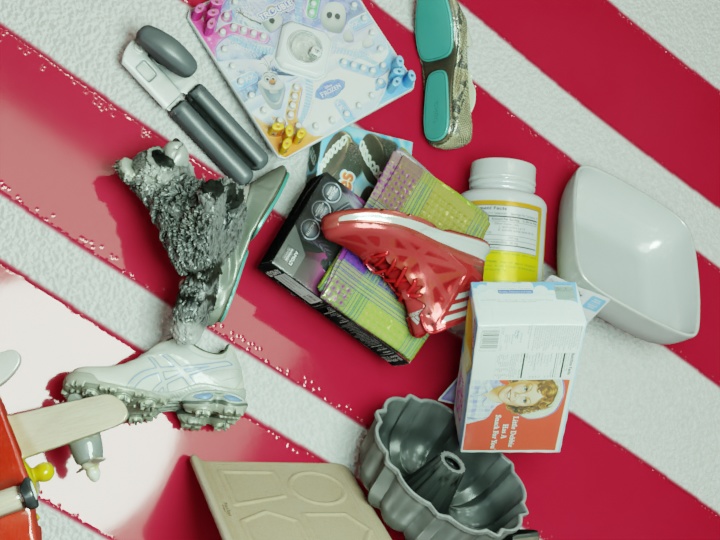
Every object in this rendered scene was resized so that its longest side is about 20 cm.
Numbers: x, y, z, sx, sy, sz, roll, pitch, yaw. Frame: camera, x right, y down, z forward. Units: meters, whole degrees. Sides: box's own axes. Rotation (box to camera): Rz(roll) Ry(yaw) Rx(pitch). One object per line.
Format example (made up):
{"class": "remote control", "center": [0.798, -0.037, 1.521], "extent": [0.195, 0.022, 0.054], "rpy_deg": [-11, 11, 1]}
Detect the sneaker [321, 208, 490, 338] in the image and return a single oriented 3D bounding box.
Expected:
{"class": "sneaker", "center": [0.047, 0.007, 1.394], "extent": [0.199, 0.078, 0.116], "rpy_deg": [12, 78, -23]}

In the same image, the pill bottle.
{"class": "pill bottle", "center": [0.160, -0.025, 1.551], "extent": [0.109, 0.109, 0.201], "rpy_deg": [9, 79, -23]}

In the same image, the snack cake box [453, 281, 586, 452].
{"class": "snack cake box", "center": [0.167, 0.106, 1.422], "extent": [0.114, 0.201, 0.067], "rpy_deg": [0, 42, -5]}

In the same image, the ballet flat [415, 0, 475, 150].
{"class": "ballet flat", "center": [0.106, -0.244, 1.589], "extent": [0.075, 0.068, 0.202], "rpy_deg": [-3, 90, -47]}

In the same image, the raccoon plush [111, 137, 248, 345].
{"class": "raccoon plush", "center": [-0.206, -0.037, 1.377], "extent": [0.133, 0.097, 0.201], "rpy_deg": [14, 73, 18]}

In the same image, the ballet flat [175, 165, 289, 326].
{"class": "ballet flat", "center": [-0.141, -0.038, 1.440], "extent": [0.063, 0.067, 0.201], "rpy_deg": [27, 73, -12]}

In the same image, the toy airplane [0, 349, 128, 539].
{"class": "toy airplane", "center": [-0.352, 0.181, 1.291], "extent": [0.199, 0.141, 0.200], "rpy_deg": [19, 60, 16]}

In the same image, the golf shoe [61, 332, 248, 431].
{"class": "golf shoe", "center": [-0.216, 0.109, 1.394], "extent": [0.199, 0.078, 0.098], "rpy_deg": [11, 61, -29]}

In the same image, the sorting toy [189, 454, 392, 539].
{"class": "sorting toy", "center": [-0.069, 0.257, 1.383], "extent": [0.199, 0.185, 0.037], "rpy_deg": [9, 111, -25]}

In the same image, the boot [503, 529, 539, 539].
{"class": "boot", "center": [0.139, 0.390, 1.509], "extent": [0.199, 0.069, 0.175], "rpy_deg": [-2, 86, -24]}

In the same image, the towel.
{"class": "towel", "center": [0.051, -0.019, 1.453], "extent": [0.143, 0.023, 0.201], "rpy_deg": [35, 71, -19]}

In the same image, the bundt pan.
{"class": "bundt pan", "center": [0.081, 0.234, 1.456], "extent": [0.201, 0.076, 0.202], "rpy_deg": [28, 28, -16]}

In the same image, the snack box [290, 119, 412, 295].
{"class": "snack box", "center": [-0.009, -0.060, 1.518], "extent": [0.115, 0.037, 0.201], "rpy_deg": [11, 79, -22]}

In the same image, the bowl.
{"class": "bowl", "center": [0.315, -0.009, 1.613], "extent": [0.199, 0.075, 0.201], "rpy_deg": [25, 48, -21]}

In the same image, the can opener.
{"class": "can opener", "center": [-0.176, -0.179, 1.441], "extent": [0.200, 0.067, 0.053], "rpy_deg": [47, 68, -11]}

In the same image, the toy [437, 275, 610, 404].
{"class": "toy", "center": [0.192, 0.101, 1.501], "extent": [0.115, 0.200, 0.047], "rpy_deg": [19, 33, -43]}

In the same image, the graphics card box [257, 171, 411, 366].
{"class": "graphics card box", "center": [0.000, 0.000, 1.466], "extent": [0.200, 0.051, 0.126], "rpy_deg": [37, 70, -16]}

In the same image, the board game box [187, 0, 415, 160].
{"class": "board game box", "center": [-0.062, -0.253, 1.505], "extent": [0.199, 0.026, 0.201], "rpy_deg": [-31, 85, -24]}
